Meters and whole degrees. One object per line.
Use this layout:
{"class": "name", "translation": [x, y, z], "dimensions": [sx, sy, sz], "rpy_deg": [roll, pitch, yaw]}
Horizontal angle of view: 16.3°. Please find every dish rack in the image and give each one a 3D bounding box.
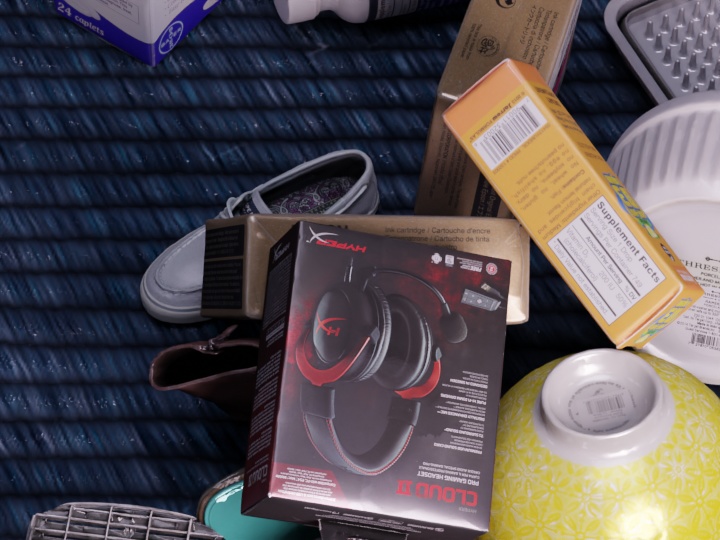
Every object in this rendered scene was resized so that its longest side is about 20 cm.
{"class": "dish rack", "translation": [0.305, -0.171, 1.959], "dimensions": [0.199, 0.044, 0.172], "rpy_deg": [-22, 59, -15]}
{"class": "dish rack", "translation": [-0.164, 0.252, 1.635], "dimensions": [0.152, 0.055, 0.201], "rpy_deg": [7, 66, 3]}

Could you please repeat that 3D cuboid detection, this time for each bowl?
{"class": "bowl", "translation": [0.162, 0.117, 1.650], "dimensions": [0.199, 0.108, 0.201], "rpy_deg": [-5, 44, 5]}

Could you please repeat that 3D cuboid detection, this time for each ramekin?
{"class": "ramekin", "translation": [0.254, -0.014, 1.743], "dimensions": [0.199, 0.201, 0.105], "rpy_deg": [14, 39, 9]}

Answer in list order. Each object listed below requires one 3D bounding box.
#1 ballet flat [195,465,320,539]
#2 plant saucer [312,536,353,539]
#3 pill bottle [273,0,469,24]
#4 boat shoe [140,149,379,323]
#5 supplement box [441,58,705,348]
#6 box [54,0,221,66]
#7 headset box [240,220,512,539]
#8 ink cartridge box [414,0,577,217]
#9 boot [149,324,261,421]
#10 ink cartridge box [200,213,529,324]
{"class": "ballet flat", "translation": [-0.022, 0.150, 1.722], "dimensions": [0.199, 0.068, 0.068], "rpy_deg": [-6, 20, -17]}
{"class": "plant saucer", "translation": [-0.006, 0.260, 1.604], "dimensions": [0.199, 0.051, 0.202], "rpy_deg": [-9, 68, 21]}
{"class": "pill bottle", "translation": [0.026, -0.259, 1.971], "dimensions": [0.199, 0.116, 0.116], "rpy_deg": [-12, 56, -9]}
{"class": "boat shoe", "translation": [-0.075, -0.033, 1.840], "dimensions": [0.200, 0.072, 0.070], "rpy_deg": [-28, 60, -19]}
{"class": "supplement box", "translation": [0.142, -0.044, 1.668], "dimensions": [0.069, 0.066, 0.201], "rpy_deg": [-38, 76, 16]}
{"class": "box", "translation": [-0.146, -0.296, 1.942], "dimensions": [0.105, 0.201, 0.184], "rpy_deg": [31, 60, 18]}
{"class": "headset box", "translation": [0.010, 0.084, 1.592], "dimensions": [0.148, 0.075, 0.201], "rpy_deg": [11, 73, -14]}
{"class": "ink cartridge box", "translation": [0.107, -0.144, 1.853], "dimensions": [0.075, 0.165, 0.201], "rpy_deg": [17, 57, 6]}
{"class": "boot", "translation": [-0.022, 0.072, 1.688], "dimensions": [0.199, 0.166, 0.073], "rpy_deg": [-7, 80, 27]}
{"class": "ink cartridge box", "translation": [0.000, 0.000, 1.735], "dimensions": [0.198, 0.165, 0.076], "rpy_deg": [1, 90, -15]}
